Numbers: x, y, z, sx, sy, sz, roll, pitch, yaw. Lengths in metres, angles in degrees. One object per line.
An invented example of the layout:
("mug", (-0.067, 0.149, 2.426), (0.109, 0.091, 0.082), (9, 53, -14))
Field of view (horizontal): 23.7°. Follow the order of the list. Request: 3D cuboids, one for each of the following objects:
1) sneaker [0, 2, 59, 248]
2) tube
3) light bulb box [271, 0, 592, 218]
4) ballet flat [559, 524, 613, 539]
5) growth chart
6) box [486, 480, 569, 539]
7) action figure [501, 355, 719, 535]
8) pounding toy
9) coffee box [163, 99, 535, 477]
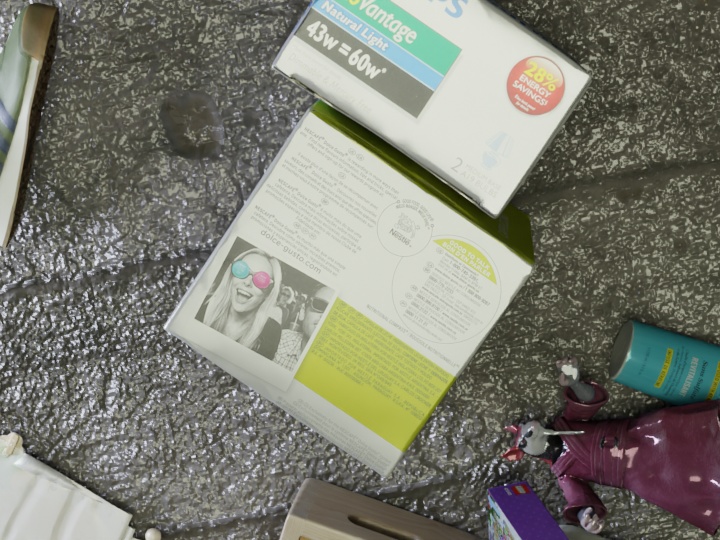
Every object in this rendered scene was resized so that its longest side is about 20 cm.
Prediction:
("sneaker", (-0.304, -0.122, 1.373), (0.089, 0.067, 0.202), (14, 105, -4))
("tube", (0.301, 0.095, 1.388), (0.199, 0.050, 0.078), (18, 104, -6))
("light bulb box", (0.055, -0.155, 1.274), (0.198, 0.200, 0.125), (34, 101, -3))
("ballet flat", (0.241, 0.260, 1.411), (0.199, 0.069, 0.070), (14, 102, 1))
("growth chart", (-0.272, 0.230, 1.467), (0.199, 0.018, 0.145), (35, 102, -3))
("box", (0.150, 0.274, 1.339), (0.039, 0.200, 0.138), (-9, 116, -14))
("action figure", (0.212, 0.140, 1.386), (0.199, 0.149, 0.135), (7, 90, 22))
("pounding toy", (0.020, 0.277, 1.387), (0.199, 0.142, 0.185), (19, 102, 3))
("coffee box", (0.000, 0.000, 1.308), (0.199, 0.200, 0.198), (34, 102, -2))
